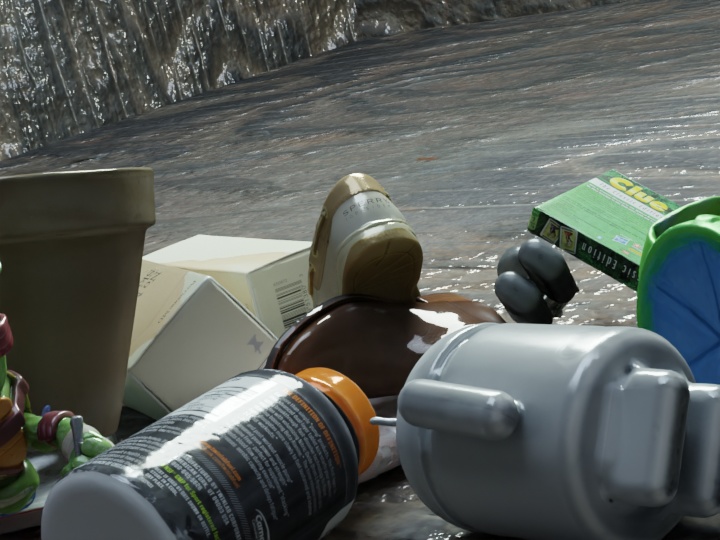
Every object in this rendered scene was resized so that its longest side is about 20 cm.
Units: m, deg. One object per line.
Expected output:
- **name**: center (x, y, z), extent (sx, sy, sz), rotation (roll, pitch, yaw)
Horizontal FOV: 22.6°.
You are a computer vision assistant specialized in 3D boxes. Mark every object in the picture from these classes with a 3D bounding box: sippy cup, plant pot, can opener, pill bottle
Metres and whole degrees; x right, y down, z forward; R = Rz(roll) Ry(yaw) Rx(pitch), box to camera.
- **sippy cup**: center (0.245, 0.026, 1.000), extent (0.130, 0.178, 0.140), rotation (-14, -13, -24)
- **plant pot**: center (-0.227, 0.027, 1.173), extent (0.199, 0.174, 0.200), rotation (-5, 1, 0)
- **can opener**: center (0.111, 0.009, 1.236), extent (0.053, 0.067, 0.200), rotation (-53, -14, -1)
- **pill bottle**: center (-0.072, 0.120, 0.992), extent (0.106, 0.107, 0.200), rotation (-4, 16, 38)

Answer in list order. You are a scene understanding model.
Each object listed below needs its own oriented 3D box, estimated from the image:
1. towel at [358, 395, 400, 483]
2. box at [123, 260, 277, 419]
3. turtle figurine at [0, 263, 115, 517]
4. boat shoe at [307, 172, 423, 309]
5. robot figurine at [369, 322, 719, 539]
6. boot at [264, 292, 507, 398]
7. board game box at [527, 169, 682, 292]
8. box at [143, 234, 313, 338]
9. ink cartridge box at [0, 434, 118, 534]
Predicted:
- **towel**: center (0.000, 0.094, 1.202), extent (0.191, 0.032, 0.200), rotation (-3, 16, 45)
- **box**: center (-0.150, 0.053, 1.335), extent (0.095, 0.078, 0.200), rotation (-51, 23, -15)
- **turtle figurine**: center (-0.218, 0.097, 0.990), extent (0.144, 0.194, 0.200), rotation (2, 40, 21)
- **boat shoe**: center (0.000, 0.000, 1.193), extent (0.074, 0.069, 0.200), rotation (-15, -23, -15)
- **robot figurine**: center (0.099, 0.085, 0.940), extent (0.169, 0.113, 0.200), rotation (22, -15, -41)
- **boot**: center (0.069, 0.068, 1.078), extent (0.186, 0.064, 0.200), rotation (-17, 28, -37)
- **board game box**: center (0.217, -0.002, 1.169), extent (0.200, 0.024, 0.105), rotation (32, 36, 27)
- **box**: center (-0.102, 0.027, 1.469), extent (0.078, 0.095, 0.200), rotation (-22, 13, -31)
- **ink cartridge box**: center (-0.264, 0.159, 1.178), extent (0.199, 0.044, 0.174), rotation (-13, 14, 2)
